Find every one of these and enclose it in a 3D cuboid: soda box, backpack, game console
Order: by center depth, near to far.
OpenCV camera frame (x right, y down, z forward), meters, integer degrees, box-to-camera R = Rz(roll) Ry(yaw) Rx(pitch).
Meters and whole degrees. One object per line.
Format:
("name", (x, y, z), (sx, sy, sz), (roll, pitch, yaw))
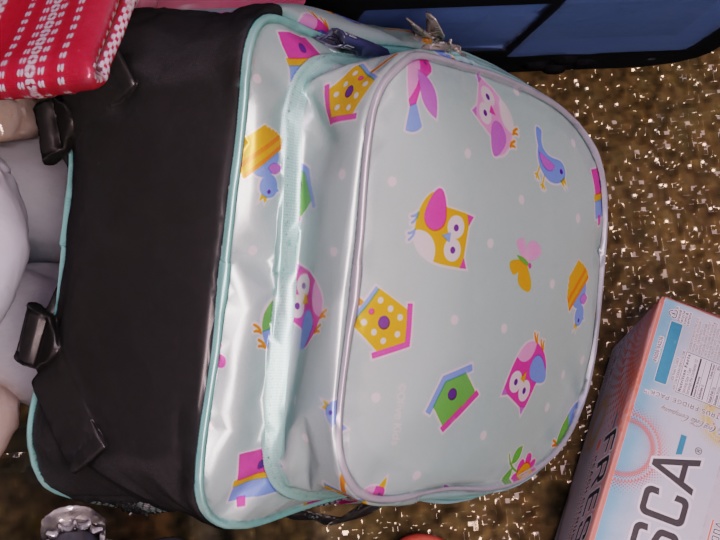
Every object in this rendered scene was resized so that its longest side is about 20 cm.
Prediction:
("backpack", (0.000, 0.000, 0.712), (0.153, 0.200, 0.177), (4, 90, 31))
("soda box", (0.103, 0.115, 0.756), (0.063, 0.068, 0.201), (21, 68, -2))
("game console", (0.066, -0.097, 0.764), (0.176, 0.200, 0.031), (-8, 86, -8))

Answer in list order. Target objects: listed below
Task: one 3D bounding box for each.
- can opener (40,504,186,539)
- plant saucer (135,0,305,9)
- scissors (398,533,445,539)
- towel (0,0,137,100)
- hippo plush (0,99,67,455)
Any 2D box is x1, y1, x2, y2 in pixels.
("can opener", (-0.143, 0.129, 0.683), (0.199, 0.063, 0.079), (-10, 64, -2))
("plant saucer", (-0.019, -0.151, 0.771), (0.200, 0.201, 0.051), (-35, 79, -17))
("scissors", (0.027, 0.196, 0.749), (0.073, 0.014, 0.201), (-11, 71, -10))
("towel", (-0.157, -0.109, 0.672), (0.199, 0.023, 0.145), (0, 52, 19))
("hippo plush", (-0.169, -0.030, 0.732), (0.199, 0.161, 0.160), (31, 70, 5))
